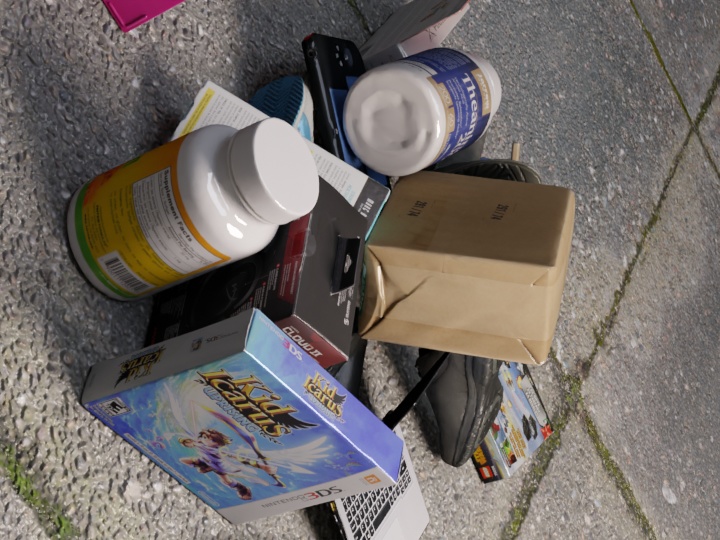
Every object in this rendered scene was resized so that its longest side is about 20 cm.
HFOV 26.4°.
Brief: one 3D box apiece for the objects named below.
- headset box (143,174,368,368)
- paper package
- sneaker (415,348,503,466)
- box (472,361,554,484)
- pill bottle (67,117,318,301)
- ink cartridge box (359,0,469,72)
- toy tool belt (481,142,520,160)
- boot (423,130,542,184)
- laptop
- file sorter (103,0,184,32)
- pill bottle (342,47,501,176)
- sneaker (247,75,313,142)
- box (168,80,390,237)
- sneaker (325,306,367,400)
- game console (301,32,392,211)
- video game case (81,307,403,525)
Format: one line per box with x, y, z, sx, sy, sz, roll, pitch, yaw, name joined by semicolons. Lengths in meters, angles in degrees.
-0.083;0.019;1.303;0.077;0.199;0.150;41;42;-36;headset box
0.105;-0.009;1.484;0.200;0.189;0.104;-66;161;-61;paper package
0.100;0.114;1.584;0.076;0.090;0.201;-44;149;-50;sneaker
0.142;0.121;1.728;0.137;0.040;0.201;-30;99;-56;box
-0.136;-0.054;1.263;0.111;0.199;0.112;32;49;-44;pill bottle
0.082;-0.276;1.728;0.044;0.173;0.200;58;35;-16;ink cartridge box
0.133;-0.064;1.725;0.124;0.123;0.200;27;34;6;toy tool belt
0.124;-0.126;1.694;0.200;0.181;0.073;-61;144;-58;boot
0.056;0.187;1.454;0.187;0.115;0.201;-45;120;-62;laptop
-0.194;-0.352;1.398;0.201;0.138;0.126;58;31;-18;file sorter
0.072;-0.170;1.583;0.200;0.110;0.112;-30;99;-59;pill bottle
-0.076;-0.097;1.503;0.081;0.076;0.201;38;49;-51;sneaker
-0.079;-0.085;1.408;0.199;0.049;0.083;31;60;-7;box
-0.034;0.120;1.455;0.091;0.076;0.201;58;40;-35;sneaker
-0.010;-0.142;1.588;0.177;0.031;0.201;-19;96;-78;game console
-0.094;0.125;1.246;0.200;0.180;0.046;44;41;-34;video game case
